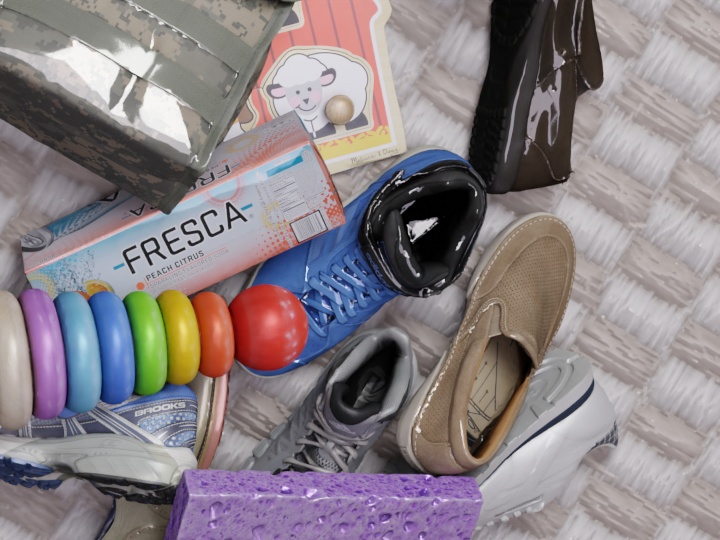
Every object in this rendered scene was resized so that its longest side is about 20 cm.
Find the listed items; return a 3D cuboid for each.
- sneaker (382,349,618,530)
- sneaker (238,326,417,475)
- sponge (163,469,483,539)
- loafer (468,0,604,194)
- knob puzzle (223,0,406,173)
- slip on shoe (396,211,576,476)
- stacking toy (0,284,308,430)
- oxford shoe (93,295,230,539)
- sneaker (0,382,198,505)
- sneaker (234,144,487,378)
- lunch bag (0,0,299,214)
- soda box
[{"bbox_3d":[0.087,0.140,1.547,0.200,0.076,0.081,-33,125,-8],"label":"sneaker"},{"bbox_3d":[-0.028,0.115,1.479,0.075,0.116,0.200,31,77,1],"label":"sneaker"},{"bbox_3d":[-0.027,0.178,1.461,0.199,0.030,0.112,4,122,-21],"label":"sponge"},{"bbox_3d":[0.125,-0.146,1.518,0.071,0.073,0.201,8,103,-23],"label":"loafer"},{"bbox_3d":[-0.073,-0.148,1.490,0.219,0.030,0.220,-2,100,-11],"label":"knob puzzle"},{"bbox_3d":[0.095,0.047,1.511,0.076,0.061,0.200,46,64,-24],"label":"slip on shoe"},{"bbox_3d":[-0.128,0.043,1.417,0.199,0.085,0.086,-7,101,-14],"label":"stacking toy"},{"bbox_3d":[-0.130,0.110,1.503,0.074,0.071,0.201,13,94,-7],"label":"oxford shoe"},{"bbox_3d":[-0.192,0.093,1.473,0.199,0.077,0.085,8,70,13],"label":"sneaker"},{"bbox_3d":[-0.001,-0.001,1.487,0.200,0.111,0.077,-39,103,-3],"label":"sneaker"},{"bbox_3d":[-0.129,-0.164,1.400,0.164,0.118,0.200,30,68,-8],"label":"lunch bag"},{"bbox_3d":[-0.113,-0.027,1.468,0.200,0.068,0.064,-24,114,-1],"label":"soda box"}]
